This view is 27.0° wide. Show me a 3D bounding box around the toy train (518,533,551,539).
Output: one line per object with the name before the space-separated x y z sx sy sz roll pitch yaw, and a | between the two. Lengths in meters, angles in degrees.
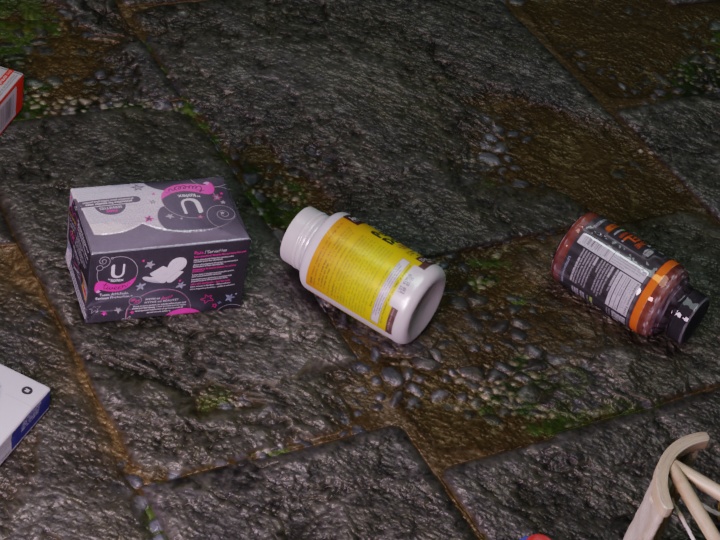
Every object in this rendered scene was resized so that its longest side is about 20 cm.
toy train | 0.197 0.370 1.512 0.115 0.085 0.200 -26 53 -32

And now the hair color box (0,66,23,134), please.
hair color box | -0.572 -0.246 2.035 0.198 0.064 0.111 16 40 5

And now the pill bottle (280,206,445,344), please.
pill bottle | 0.000 0.000 1.873 0.199 0.110 0.109 30 41 19

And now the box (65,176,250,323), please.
box | -0.249 -0.030 1.829 0.198 0.115 0.133 -5 43 -22

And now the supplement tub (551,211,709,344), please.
supplement tub | 0.356 0.015 1.966 0.199 0.108 0.107 34 43 22

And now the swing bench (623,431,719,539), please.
swing bench | 0.342 0.312 1.528 0.129 0.200 0.200 -19 49 -34

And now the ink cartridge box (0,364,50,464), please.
ink cartridge box | -0.466 0.155 1.601 0.198 0.041 0.200 22 39 10

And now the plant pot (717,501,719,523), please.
plant pot | 0.517 0.239 1.684 0.198 0.197 0.194 19 38 16
